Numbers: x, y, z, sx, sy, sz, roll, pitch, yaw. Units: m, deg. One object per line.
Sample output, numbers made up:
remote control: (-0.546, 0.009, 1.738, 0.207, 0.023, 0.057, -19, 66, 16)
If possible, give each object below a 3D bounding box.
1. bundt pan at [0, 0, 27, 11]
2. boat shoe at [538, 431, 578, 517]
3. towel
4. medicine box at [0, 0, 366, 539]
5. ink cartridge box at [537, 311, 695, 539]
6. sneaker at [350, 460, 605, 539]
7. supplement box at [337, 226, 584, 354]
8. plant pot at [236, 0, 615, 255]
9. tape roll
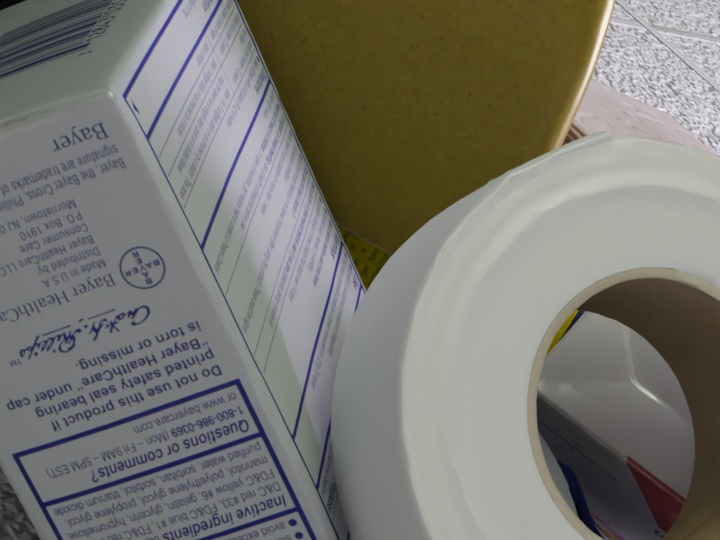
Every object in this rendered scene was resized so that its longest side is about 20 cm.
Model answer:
bundt pan: (-0.202, -0.100, 0.846, 0.202, 0.202, 0.076, -8, 54, -53)
boat shoe: (0.049, 0.123, 0.766, 0.062, 0.072, 0.201, -9, 69, -44)
towel: (0.155, -0.067, 1.166, 0.200, 0.032, 0.191, 19, 21, -40)
medicine box: (-0.077, 0.003, 0.765, 0.182, 0.103, 0.201, -77, 146, -65)
ink cartridge box: (0.128, 0.096, 0.895, 0.116, 0.068, 0.200, 37, -18, 15)
sneaker: (0.050, 0.101, 0.851, 0.200, 0.088, 0.075, 35, 27, 15)
supplement box: (0.000, 0.000, 0.962, 0.199, 0.110, 0.109, 25, 25, -11)
plant pot: (0.024, -0.146, 0.896, 0.195, 0.200, 0.194, 27, 25, -4)
tape roll: (0.092, 0.056, 0.727, 0.202, 0.203, 0.071, 22, -18, -15)
